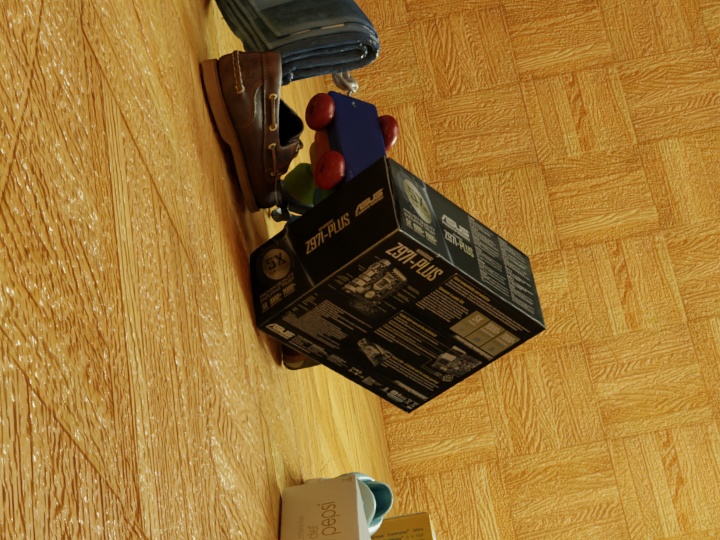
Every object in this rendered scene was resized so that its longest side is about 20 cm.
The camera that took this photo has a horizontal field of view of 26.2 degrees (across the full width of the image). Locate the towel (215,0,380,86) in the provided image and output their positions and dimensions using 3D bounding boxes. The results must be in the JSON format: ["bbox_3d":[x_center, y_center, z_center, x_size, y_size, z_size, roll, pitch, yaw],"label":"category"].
[{"bbox_3d":[-0.063,-0.234,1.385,0.200,0.111,0.049,-124,-155,-51],"label":"towel"}]

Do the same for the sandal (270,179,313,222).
[{"bbox_3d":[-0.063,-0.064,1.648,0.200,0.076,0.043,47,59,-85],"label":"sandal"}]

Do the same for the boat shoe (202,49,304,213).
[{"bbox_3d":[-0.082,-0.115,1.320,0.200,0.070,0.071,78,-2,-63],"label":"boat shoe"}]

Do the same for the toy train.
[{"bbox_3d":[-0.029,-0.108,1.394,0.116,0.084,0.200,-49,-142,38],"label":"toy train"}]

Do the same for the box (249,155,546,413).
[{"bbox_3d":[0.031,0.017,1.330,0.200,0.164,0.086,31,36,-38],"label":"box"}]

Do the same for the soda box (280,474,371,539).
[{"bbox_3d":[-0.024,0.229,1.163,0.200,0.063,0.068,-97,175,-73],"label":"soda box"}]

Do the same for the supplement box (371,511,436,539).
[{"bbox_3d":[0.034,0.347,1.515,0.109,0.109,0.201,73,7,-75],"label":"supplement box"}]

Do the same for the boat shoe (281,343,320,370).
[{"bbox_3d":[-0.049,0.043,1.479,0.200,0.075,0.074,-132,-155,-78],"label":"boat shoe"}]

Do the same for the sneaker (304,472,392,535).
[{"bbox_3d":[-0.009,0.217,1.390,0.200,0.082,0.074,55,25,-85],"label":"sneaker"}]
